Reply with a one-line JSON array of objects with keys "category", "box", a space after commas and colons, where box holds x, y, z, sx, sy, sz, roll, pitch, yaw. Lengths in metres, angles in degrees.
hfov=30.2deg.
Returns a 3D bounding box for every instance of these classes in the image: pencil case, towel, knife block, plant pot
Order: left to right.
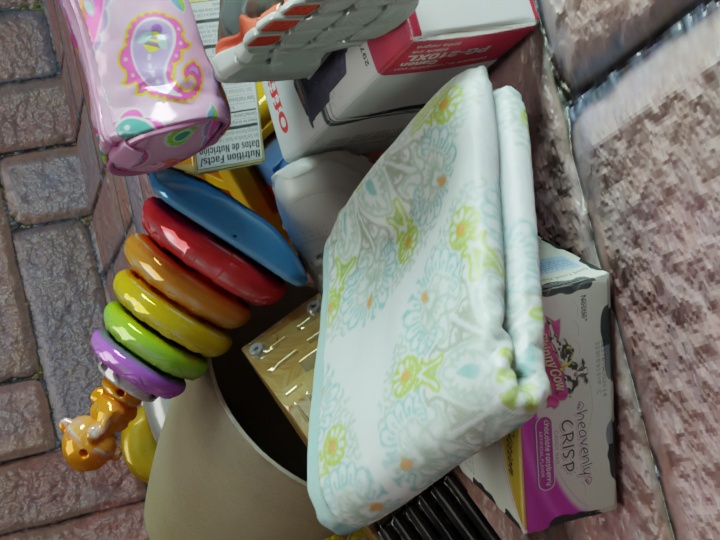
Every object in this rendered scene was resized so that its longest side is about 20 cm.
[{"category": "pencil case", "box": [-0.142, -0.158, 0.771, 0.087, 0.087, 0.202, 143, 108, -71]}, {"category": "plant pot", "box": [-0.079, 0.139, 0.991, 0.200, 0.186, 0.189, -48, 50, 36]}, {"category": "knife block", "box": [0.018, 0.131, 0.832, 0.200, 0.064, 0.176, 46, 167, 49]}, {"category": "towel", "box": [0.029, 0.016, 0.693, 0.171, 0.048, 0.202, -46, 35, 48]}]

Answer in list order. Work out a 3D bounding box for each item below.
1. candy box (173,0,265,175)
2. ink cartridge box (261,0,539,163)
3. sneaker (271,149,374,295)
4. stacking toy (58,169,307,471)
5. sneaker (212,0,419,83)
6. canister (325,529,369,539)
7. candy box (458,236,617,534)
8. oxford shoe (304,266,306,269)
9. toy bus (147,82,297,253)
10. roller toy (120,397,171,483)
[{"category": "candy box", "box": [-0.117, -0.170, 0.862, 0.115, 0.055, 0.203, 20, 119, 60]}, {"category": "ink cartridge box", "box": [0.004, -0.164, 0.774, 0.200, 0.083, 0.146, -33, 71, 63]}, {"category": "sneaker", "box": [0.000, 0.000, 0.875, 0.200, 0.076, 0.081, 56, -156, -51]}, {"category": "stacking toy", "box": [-0.130, 0.043, 0.857, 0.201, 0.115, 0.110, -58, 14, 1]}, {"category": "sneaker", "box": [-0.035, -0.153, 0.682, 0.199, 0.076, 0.083, -12, 84, 63]}, {"category": "canister", "box": [0.043, 0.255, 0.970, 0.200, 0.086, 0.150, -160, 59, -69]}, {"category": "candy box", "box": [0.073, 0.044, 0.773, 0.200, 0.060, 0.138, -144, 46, -65]}, {"category": "oxford shoe", "box": [-0.095, -0.070, 1.236, 0.072, 0.071, 0.201, 105, 150, -45]}, {"category": "toy bus", "box": [-0.065, -0.080, 1.036, 0.191, 0.136, 0.201, 29, 158, 39]}, {"category": "roller toy", "box": [-0.101, 0.105, 1.166, 0.140, 0.181, 0.202, 147, 141, -73]}]
